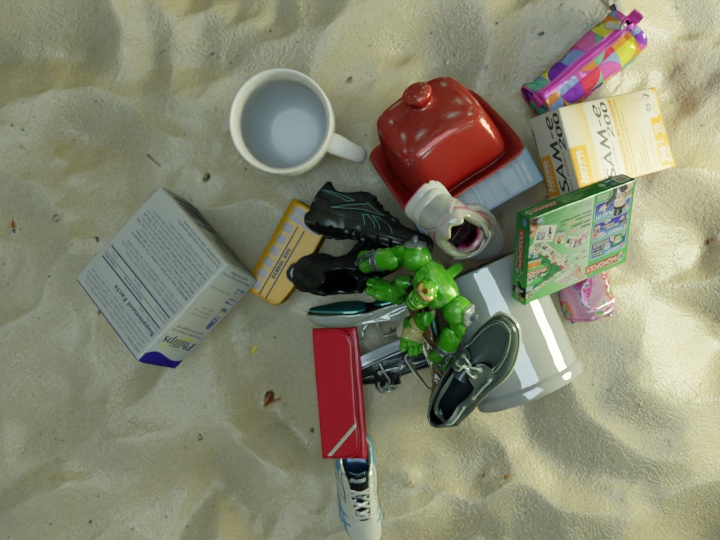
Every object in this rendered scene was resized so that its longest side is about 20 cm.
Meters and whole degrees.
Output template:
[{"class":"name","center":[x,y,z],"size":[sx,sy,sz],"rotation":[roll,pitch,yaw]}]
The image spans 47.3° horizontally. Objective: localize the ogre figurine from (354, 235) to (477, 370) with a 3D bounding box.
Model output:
[{"class":"ogre figurine","center":[0.084,0.034,1.160],"size":[0.120,0.098,0.201],"rotation":[-43,63,43]}]

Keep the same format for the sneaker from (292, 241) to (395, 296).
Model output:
[{"class":"sneaker","center":[0.000,0.000,1.258],"size":[0.199,0.091,0.077],"rotation":[-21,115,-22]}]

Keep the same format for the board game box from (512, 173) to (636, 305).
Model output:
[{"class":"board game box","center":[0.299,-0.045,1.153],"size":[0.199,0.029,0.136],"rotation":[-20,125,-26]}]

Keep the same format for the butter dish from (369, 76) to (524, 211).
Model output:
[{"class":"butter dish","center":[0.104,-0.210,1.201],"size":[0.199,0.148,0.200],"rotation":[-32,46,2]}]

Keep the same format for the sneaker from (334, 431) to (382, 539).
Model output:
[{"class":"sneaker","center":[-0.005,0.348,1.305],"size":[0.071,0.072,0.202],"rotation":[-7,93,2]}]

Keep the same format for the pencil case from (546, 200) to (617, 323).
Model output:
[{"class":"pencil case","center":[0.340,-0.019,1.266],"size":[0.087,0.087,0.202],"rotation":[-11,92,4]}]

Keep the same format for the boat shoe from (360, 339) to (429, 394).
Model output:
[{"class":"boat shoe","center":[0.042,0.158,1.294],"size":[0.198,0.074,0.069],"rotation":[-22,76,-5]}]

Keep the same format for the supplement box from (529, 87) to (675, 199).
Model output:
[{"class":"supplement box","center":[0.359,-0.188,1.217],"size":[0.199,0.073,0.127],"rotation":[-17,92,-26]}]

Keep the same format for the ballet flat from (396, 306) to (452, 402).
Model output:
[{"class":"ballet flat","center":[0.097,0.110,1.245],"size":[0.072,0.068,0.202],"rotation":[-19,90,10]}]

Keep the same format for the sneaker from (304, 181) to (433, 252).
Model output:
[{"class":"sneaker","center":[0.017,-0.075,1.216],"size":[0.198,0.075,0.080],"rotation":[18,73,9]}]

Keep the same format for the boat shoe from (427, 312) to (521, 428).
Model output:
[{"class":"boat shoe","center":[0.156,0.146,1.150],"size":[0.073,0.062,0.201],"rotation":[43,120,22]}]

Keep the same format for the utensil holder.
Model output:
[{"class":"utensil holder","center":[0.215,0.087,1.235],"size":[0.169,0.170,0.201],"rotation":[-24,88,4]}]

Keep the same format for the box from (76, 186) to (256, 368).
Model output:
[{"class":"box","center":[-0.298,0.014,1.267],"size":[0.200,0.105,0.184],"rotation":[-46,67,4]}]

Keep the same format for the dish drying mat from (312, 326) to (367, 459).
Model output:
[{"class":"dish drying mat","center":[-0.032,0.188,1.260],"size":[0.076,0.018,0.202],"rotation":[-4,93,23]}]

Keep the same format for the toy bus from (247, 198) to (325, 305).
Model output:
[{"class":"toy bus","center":[-0.099,-0.042,1.299],"size":[0.078,0.065,0.201],"rotation":[29,94,4]}]

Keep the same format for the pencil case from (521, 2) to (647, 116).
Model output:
[{"class":"pencil case","center":[0.341,-0.310,1.252],"size":[0.200,0.088,0.088],"rotation":[-42,89,5]}]

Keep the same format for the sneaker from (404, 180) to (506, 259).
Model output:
[{"class":"sneaker","center":[0.147,-0.049,1.158],"size":[0.082,0.199,0.088],"rotation":[-51,48,18]}]

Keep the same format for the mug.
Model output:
[{"class":"mug","center":[-0.084,-0.204,1.236],"size":[0.198,0.175,0.149],"rotation":[20,94,2]}]

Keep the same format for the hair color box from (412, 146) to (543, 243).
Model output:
[{"class":"hair color box","center":[0.173,-0.112,1.262],"size":[0.199,0.099,0.061],"rotation":[-29,92,4]}]

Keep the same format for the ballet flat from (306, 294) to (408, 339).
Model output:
[{"class":"ballet flat","center":[0.016,0.077,1.300],"size":[0.198,0.069,0.070],"rotation":[-10,92,0]}]
